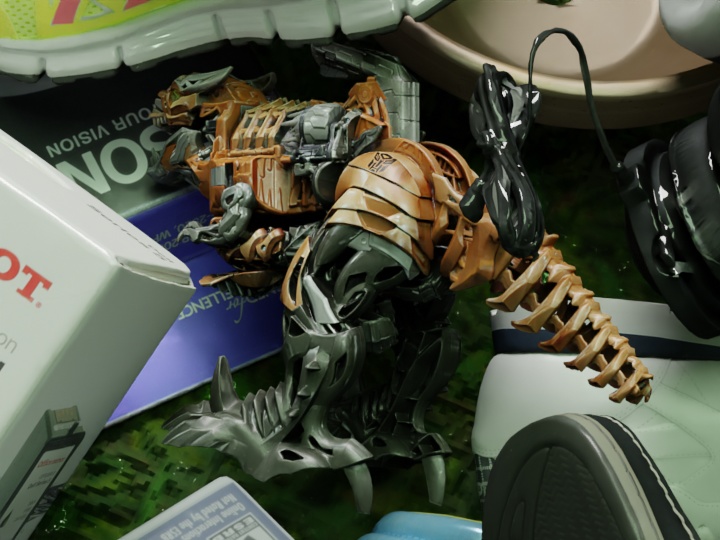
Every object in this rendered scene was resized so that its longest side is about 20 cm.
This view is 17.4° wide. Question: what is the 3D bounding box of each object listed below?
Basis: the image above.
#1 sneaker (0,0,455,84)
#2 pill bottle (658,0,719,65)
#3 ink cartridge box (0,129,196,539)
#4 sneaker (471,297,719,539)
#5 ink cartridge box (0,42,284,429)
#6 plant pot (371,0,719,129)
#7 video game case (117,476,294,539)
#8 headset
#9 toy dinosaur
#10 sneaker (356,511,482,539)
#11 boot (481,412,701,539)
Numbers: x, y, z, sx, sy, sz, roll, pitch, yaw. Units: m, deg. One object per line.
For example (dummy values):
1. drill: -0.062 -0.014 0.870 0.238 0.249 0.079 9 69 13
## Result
1. sneaker: -0.059 -0.120 0.788 0.200 0.090 0.078 -8 22 22
2. pill bottle: 0.209 -0.087 0.773 0.200 0.111 0.111 22 62 -13
3. ink cartridge box: -0.170 0.041 0.738 0.145 0.084 0.200 35 93 13
4. sneaker: 0.138 0.059 0.811 0.200 0.076 0.081 6 81 -1
5. ink cartridge box: -0.126 -0.035 0.846 0.198 0.043 0.200 -24 69 -16
6. plant pot: 0.079 -0.127 0.879 0.200 0.093 0.201 1 63 -3
7. video game case: -0.054 0.164 0.655 0.200 0.023 0.182 -29 59 -35
8. headset: 0.123 -0.021 0.710 0.200 0.124 0.094 16 49 -22
9. toy dinosaur: 0.000 0.000 0.759 0.102 0.200 0.136 11 102 -34
10. sneaker: 0.056 0.153 0.744 0.200 0.080 0.131 39 68 14
11. boot: 0.128 0.128 0.724 0.154 0.073 0.204 -16 82 -43
